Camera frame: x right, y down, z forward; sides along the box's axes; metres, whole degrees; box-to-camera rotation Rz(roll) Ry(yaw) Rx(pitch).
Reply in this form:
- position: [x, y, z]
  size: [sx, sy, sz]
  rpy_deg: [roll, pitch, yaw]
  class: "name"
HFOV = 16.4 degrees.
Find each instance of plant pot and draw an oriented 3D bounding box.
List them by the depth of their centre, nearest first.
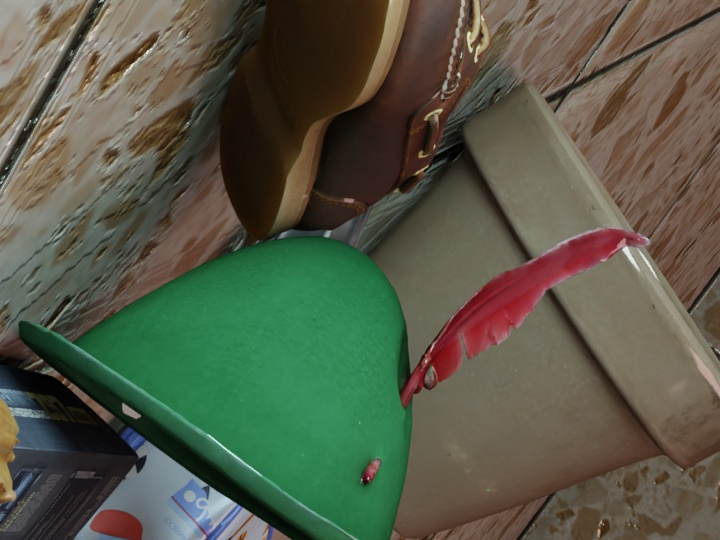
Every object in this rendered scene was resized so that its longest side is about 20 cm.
- position: [0.066, 0.039, 1.205]
  size: [0.174, 0.200, 0.200]
  rpy_deg: [-35, 170, 6]
  class: "plant pot"

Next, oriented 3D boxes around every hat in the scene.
- position: [0.000, 0.000, 0.860]
  size: [0.176, 0.166, 0.200]
  rpy_deg: [-55, 178, -8]
  class: "hat"

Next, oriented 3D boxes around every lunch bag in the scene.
- position: [-0.099, 0.138, 1.110]
  size: [0.160, 0.076, 0.200]
  rpy_deg: [-48, 168, -27]
  class: "lunch bag"

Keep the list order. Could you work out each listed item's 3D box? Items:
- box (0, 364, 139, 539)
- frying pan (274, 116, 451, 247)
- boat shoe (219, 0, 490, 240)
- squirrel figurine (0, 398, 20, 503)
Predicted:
- position: [-0.171, 0.119, 0.819]
  size: [0.200, 0.051, 0.158]
  rpy_deg: [-51, 169, 3]
  class: "box"
- position: [-0.008, -0.023, 1.056]
  size: [0.190, 0.031, 0.115]
  rpy_deg: [-61, 174, -15]
  class: "frying pan"
- position: [0.005, -0.074, 0.814]
  size: [0.070, 0.071, 0.200]
  rpy_deg: [-13, 163, -19]
  class: "boat shoe"
- position: [-0.166, 0.064, 0.468]
  size: [0.187, 0.142, 0.200]
  rpy_deg: [-44, 166, 1]
  class: "squirrel figurine"
